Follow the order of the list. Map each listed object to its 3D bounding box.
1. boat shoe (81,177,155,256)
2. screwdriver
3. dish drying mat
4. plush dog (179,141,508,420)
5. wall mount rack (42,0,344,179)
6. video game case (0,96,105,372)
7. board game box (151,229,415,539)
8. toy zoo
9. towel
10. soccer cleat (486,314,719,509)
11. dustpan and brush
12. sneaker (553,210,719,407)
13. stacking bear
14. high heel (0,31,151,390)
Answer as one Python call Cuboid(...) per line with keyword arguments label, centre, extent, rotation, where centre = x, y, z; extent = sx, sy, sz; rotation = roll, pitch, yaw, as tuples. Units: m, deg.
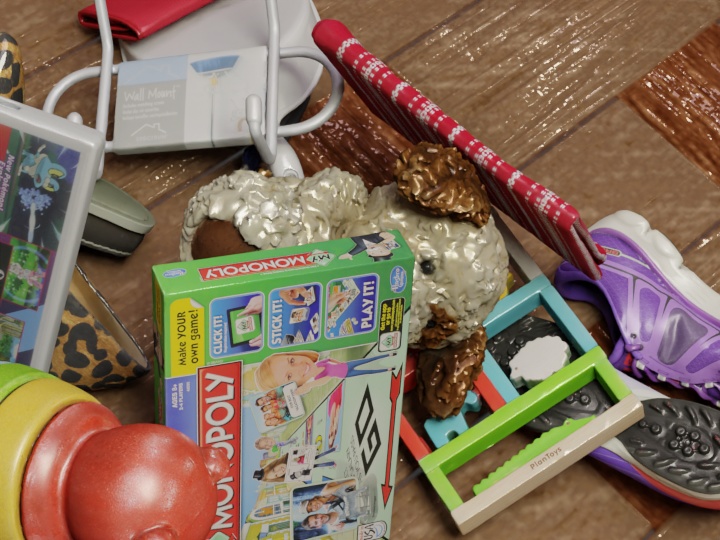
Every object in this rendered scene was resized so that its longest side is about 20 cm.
Cuboid(label="boat shoe", centre=(-0.228, -0.049, 0.986), extent=(0.200, 0.061, 0.072), rotation=(23, 11, -6))
Cuboid(label="screwdriver", centre=(-0.079, -0.056, 1.040), extent=(0.029, 0.028, 0.201), rotation=(4, 47, 25))
Cuboid(label="dish drying mat", centre=(-0.100, -0.210, 1.124), extent=(0.200, 0.018, 0.077), rotation=(-33, 32, -32))
Cuboid(label="plush dog", centre=(0.000, 0.000, 0.919), extent=(0.171, 0.201, 0.161), rotation=(1, 39, 8))
Cuboid(label="wall mount rack", centre=(-0.113, -0.146, 0.994), extent=(0.199, 0.075, 0.175), rotation=(-5, 66, 9))
Cuboid(label="video game case", centre=(-0.249, -0.016, 0.882), extent=(0.181, 0.201, 0.023), rotation=(20, 26, 1))
Cuboid(label="board game box", centre=(-0.044, 0.078, 0.860), extent=(0.134, 0.201, 0.029), rotation=(-10, 36, -18))
Cuboid(label="toy zoo", centre=(0.064, 0.045, 0.974), extent=(0.131, 0.020, 0.200), rotation=(-32, 59, -5))
Cuboid(label="towel", centre=(0.062, -0.073, 0.955), extent=(0.200, 0.145, 0.023), rotation=(39, 91, 20))
Cuboid(label="soccer cleat", centre=(0.151, 0.091, 0.983), extent=(0.199, 0.073, 0.068), rotation=(25, 72, 26))
Cuboid(label="dustpan and brush", centre=(-0.074, -0.119, 1.052), extent=(0.139, 0.057, 0.200), rotation=(-19, 35, -8))
Cuboid(label="sneaker", centre=(0.205, 0.053, 1.020), extent=(0.083, 0.081, 0.200), rotation=(-39, 64, -14))
Cuboid(label="stacking bear", centre=(-0.163, 0.106, 0.805), extent=(0.199, 0.114, 0.122), rotation=(7, 35, 26))
Cuboid(label="high heel", centre=(-0.172, -0.029, 0.913), extent=(0.142, 0.201, 0.071), rotation=(18, 26, 3))
